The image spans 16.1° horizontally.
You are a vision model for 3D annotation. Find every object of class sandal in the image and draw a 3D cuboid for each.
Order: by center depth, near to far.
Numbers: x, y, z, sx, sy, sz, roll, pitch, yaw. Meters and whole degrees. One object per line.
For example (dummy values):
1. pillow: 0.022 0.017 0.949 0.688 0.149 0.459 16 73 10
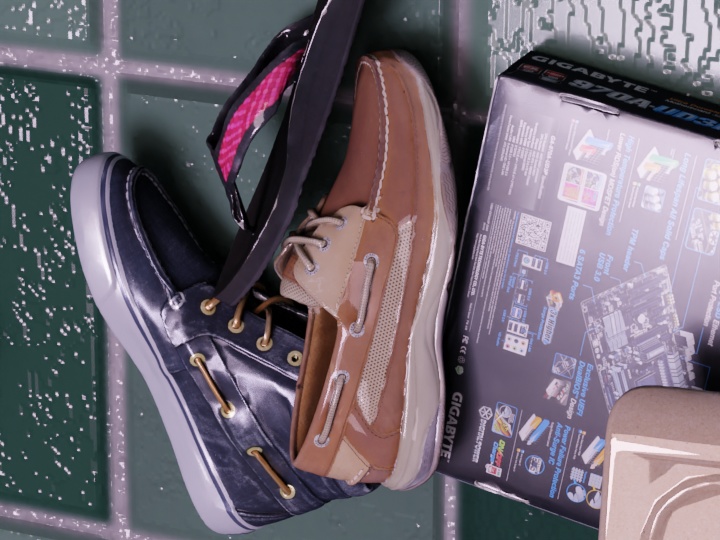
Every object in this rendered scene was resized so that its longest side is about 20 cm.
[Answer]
1. sandal: -0.037 -0.082 1.147 0.045 0.075 0.200 17 104 -11

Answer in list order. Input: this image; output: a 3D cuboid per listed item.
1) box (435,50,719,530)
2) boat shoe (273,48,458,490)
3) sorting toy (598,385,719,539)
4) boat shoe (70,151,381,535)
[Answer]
1. box: 0.121 0.019 1.137 0.159 0.046 0.200 18 114 17
2. boat shoe: 0.000 0.000 1.141 0.072 0.076 0.200 1 92 -14
3. sorting toy: 0.190 0.154 1.063 0.185 0.036 0.200 6 100 14
4. boat shoe: -0.060 0.026 1.209 0.091 0.071 0.200 -17 106 25
